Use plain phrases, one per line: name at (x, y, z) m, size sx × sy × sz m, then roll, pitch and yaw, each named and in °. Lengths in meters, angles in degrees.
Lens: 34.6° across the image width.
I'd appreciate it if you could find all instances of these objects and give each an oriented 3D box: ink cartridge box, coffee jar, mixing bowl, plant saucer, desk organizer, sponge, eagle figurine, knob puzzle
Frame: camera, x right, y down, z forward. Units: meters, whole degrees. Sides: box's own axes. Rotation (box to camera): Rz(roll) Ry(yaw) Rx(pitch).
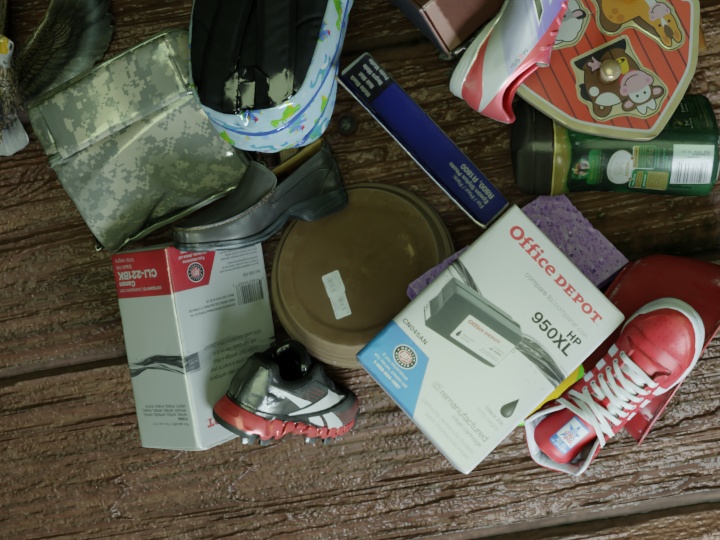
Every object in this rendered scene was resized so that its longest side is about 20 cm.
ink cartridge box at (-0.161, 0.068, 1.177) m, size 0.083 × 0.144 × 0.201 m, roll -6°, pitch 95°, yaw 35°
coffee jar at (0.250, -0.124, 1.155) m, size 0.199 × 0.105 × 0.086 m, roll 1°, pitch 129°, yaw 4°
ink cartridge box at (0.063, -0.125, 1.123) m, size 0.041 × 0.200 × 0.200 m, roll -44°, pitch 92°, yaw 7°
mixing bowl at (0.286, 0.059, 1.138) m, size 0.108 × 0.200 × 0.201 m, roll 36°, pitch 97°, yaw 16°
plant saucer at (0.000, 0.000, 1.186) m, size 0.199 × 0.029 × 0.201 m, roll -4°, pitch 73°, yaw 13°
desk organizer at (0.051, -0.300, 1.118) m, size 0.077 × 0.072 × 0.200 m, roll -40°, pitch 50°, yaw 3°
sponge at (0.156, 0.008, 1.144) m, size 0.200 × 0.030 × 0.112 m, roll -34°, pitch 72°, yaw -19°
eagle figurine at (-0.363, -0.225, 1.200) m, size 0.152 × 0.150 × 0.201 m, roll 41°, pitch 61°, yaw -39°
ink cartridge box at (0.114, 0.062, 1.044) m, size 0.200 × 0.084 × 0.145 m, roll -43°, pitch 85°, yaw -5°
knob puzzle at (0.234, -0.216, 1.095) m, size 0.218 × 0.030 × 0.221 m, roll 0°, pitch 84°, yaw -1°

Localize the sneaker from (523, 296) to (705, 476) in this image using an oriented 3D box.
sneaker at (0.216, 0.108, 1.010) m, size 0.071 × 0.112 × 0.200 m, roll 45°, pitch 139°, yaw 13°

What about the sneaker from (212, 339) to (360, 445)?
sneaker at (-0.058, 0.120, 1.163) m, size 0.071 × 0.200 × 0.098 m, roll 29°, pitch 102°, yaw 35°

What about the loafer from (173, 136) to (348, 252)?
loafer at (-0.101, -0.072, 1.127) m, size 0.073 × 0.200 × 0.073 m, roll 11°, pitch 118°, yaw 45°

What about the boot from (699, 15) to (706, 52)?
boot at (0.314, -0.291, 1.149) m, size 0.199 × 0.077 × 0.156 m, roll -25°, pitch 92°, yaw 8°

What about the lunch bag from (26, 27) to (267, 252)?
lunch bag at (-0.214, -0.129, 1.173) m, size 0.199 × 0.139 × 0.168 m, roll -25°, pitch 92°, yaw 7°

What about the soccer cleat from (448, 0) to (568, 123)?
soccer cleat at (0.159, -0.229, 1.050) m, size 0.073 × 0.068 × 0.200 m, roll 40°, pitch 111°, yaw 17°

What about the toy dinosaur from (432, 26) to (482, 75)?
toy dinosaur at (0.182, -0.227, 1.165) m, size 0.199 × 0.102 × 0.077 m, roll 13°, pitch 84°, yaw -6°

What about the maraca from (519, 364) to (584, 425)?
maraca at (0.130, 0.094, 1.177) m, size 0.199 × 0.107 × 0.138 m, roll -9°, pitch 68°, yaw -6°

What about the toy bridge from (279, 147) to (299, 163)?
toy bridge at (-0.074, -0.162, 1.196) m, size 0.027 × 0.067 × 0.201 m, roll -4°, pitch 94°, yaw 4°

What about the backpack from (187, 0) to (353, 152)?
backpack at (-0.083, -0.211, 1.075) m, size 0.162 × 0.154 × 0.201 m, roll 1°, pitch 56°, yaw 9°
